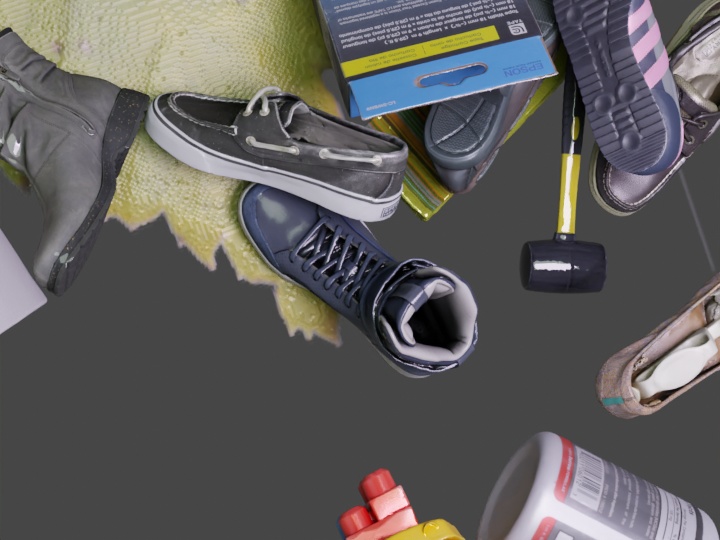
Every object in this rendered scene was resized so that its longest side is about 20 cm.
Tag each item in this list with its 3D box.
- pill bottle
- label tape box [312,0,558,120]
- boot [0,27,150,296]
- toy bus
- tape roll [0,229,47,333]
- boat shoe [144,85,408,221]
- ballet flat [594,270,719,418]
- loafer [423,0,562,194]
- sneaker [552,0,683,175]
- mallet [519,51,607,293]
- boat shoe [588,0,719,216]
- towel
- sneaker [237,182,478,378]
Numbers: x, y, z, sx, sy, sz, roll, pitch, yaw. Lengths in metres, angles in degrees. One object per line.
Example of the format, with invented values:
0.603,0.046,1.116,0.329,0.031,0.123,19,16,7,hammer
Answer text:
0.195,0.213,1.451,0.199,0.116,0.117,28,82,-9,pill bottle
0.048,-0.169,1.398,0.143,0.064,0.201,-13,49,-4,label tape box
-0.234,-0.077,1.370,0.130,0.068,0.201,22,46,-9,boot
0.042,0.235,1.382,0.135,0.200,0.194,-23,85,-9,toy bus
-0.330,0.019,1.307,0.202,0.203,0.140,-34,95,-11,tape roll
-0.060,-0.101,1.411,0.198,0.071,0.064,18,127,6,boat shoe
0.271,0.051,1.498,0.199,0.067,0.068,-38,96,-11,ballet flat
0.103,-0.147,1.466,0.071,0.063,0.201,21,64,20,loafer
0.193,-0.167,1.449,0.070,0.082,0.202,-13,82,26,sneaker
0.169,-0.080,1.483,0.065,0.041,0.202,10,94,-11,mallet
0.246,-0.132,1.501,0.073,0.065,0.201,33,83,-10,boat shoe
0.089,-0.136,1.494,0.086,0.018,0.200,46,80,-7,towel
0.002,-0.001,1.406,0.202,0.146,0.077,40,82,-6,sneaker
